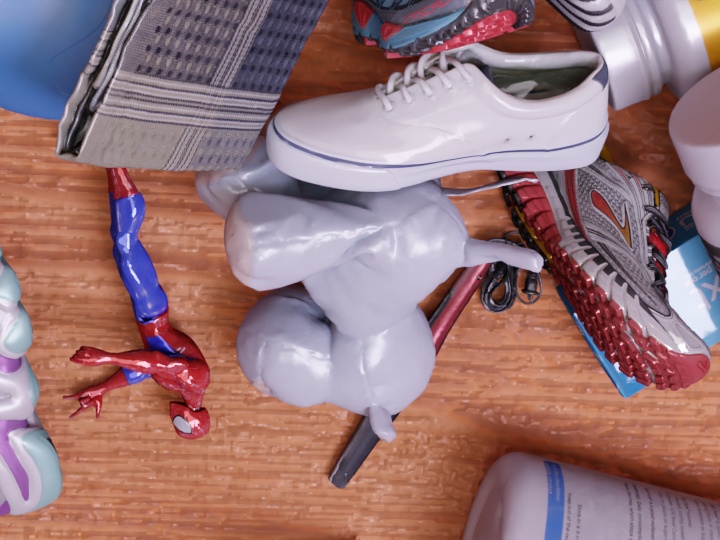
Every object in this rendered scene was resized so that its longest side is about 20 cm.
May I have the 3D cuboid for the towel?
[{"bbox_3d":[-0.070,-0.140,0.977,0.034,0.200,0.193,32,102,18],"label":"towel"}]

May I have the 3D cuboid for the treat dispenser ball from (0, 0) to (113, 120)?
[{"bbox_3d":[-0.158,-0.182,1.034,0.199,0.201,0.202,-1,104,-4],"label":"treat dispenser ball"}]

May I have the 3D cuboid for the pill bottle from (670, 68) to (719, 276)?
[{"bbox_3d":[0.254,-0.016,1.066,0.113,0.114,0.201,-28,116,3],"label":"pill bottle"}]

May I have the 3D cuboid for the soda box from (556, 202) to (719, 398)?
[{"bbox_3d":[0.224,-0.008,1.176,0.199,0.064,0.068,-32,105,4],"label":"soda box"}]

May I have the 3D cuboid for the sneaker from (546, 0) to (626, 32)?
[{"bbox_3d":[0.107,-0.235,1.088,0.115,0.075,0.200,-41,72,-4],"label":"sneaker"}]

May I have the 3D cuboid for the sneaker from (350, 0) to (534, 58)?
[{"bbox_3d":[0.030,-0.171,1.051,0.079,0.200,0.096,-17,105,-16],"label":"sneaker"}]

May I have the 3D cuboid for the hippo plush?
[{"bbox_3d":[0.000,0.000,1.144,0.198,0.160,0.162,4,130,0],"label":"hippo plush"}]

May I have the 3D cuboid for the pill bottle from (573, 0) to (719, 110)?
[{"bbox_3d":[0.225,-0.167,1.113,0.199,0.109,0.110,-23,105,2],"label":"pill bottle"}]

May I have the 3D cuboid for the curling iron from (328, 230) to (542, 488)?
[{"bbox_3d":[0.044,0.059,1.199,0.049,0.026,0.200,38,99,-9],"label":"curling iron"}]

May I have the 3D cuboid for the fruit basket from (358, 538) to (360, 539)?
[{"bbox_3d":[-0.046,0.273,1.159,0.093,0.200,0.186,20,103,6],"label":"fruit basket"}]

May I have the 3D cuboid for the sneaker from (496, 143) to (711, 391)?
[{"bbox_3d":[0.150,-0.016,1.111,0.082,0.201,0.078,-27,142,-3],"label":"sneaker"}]

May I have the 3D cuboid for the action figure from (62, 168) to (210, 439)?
[{"bbox_3d":[-0.155,0.021,1.156,0.098,0.065,0.201,-24,104,-7],"label":"action figure"}]

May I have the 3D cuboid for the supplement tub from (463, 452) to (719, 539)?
[{"bbox_3d":[0.167,0.197,1.181,0.199,0.132,0.133,15,103,-7],"label":"supplement tub"}]

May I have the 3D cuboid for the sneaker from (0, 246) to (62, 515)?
[{"bbox_3d":[-0.263,0.067,1.133,0.139,0.078,0.201,-18,105,-22],"label":"sneaker"}]

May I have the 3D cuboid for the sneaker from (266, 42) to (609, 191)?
[{"bbox_3d":[0.045,-0.095,1.078,0.198,0.073,0.071,-7,131,-12],"label":"sneaker"}]
